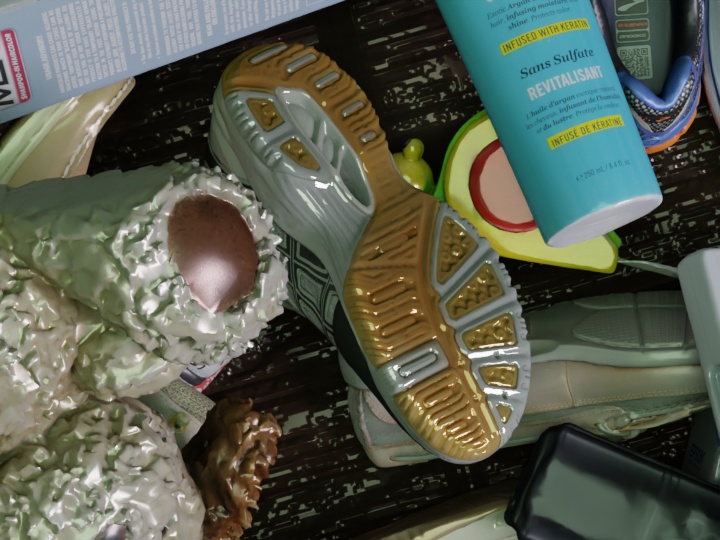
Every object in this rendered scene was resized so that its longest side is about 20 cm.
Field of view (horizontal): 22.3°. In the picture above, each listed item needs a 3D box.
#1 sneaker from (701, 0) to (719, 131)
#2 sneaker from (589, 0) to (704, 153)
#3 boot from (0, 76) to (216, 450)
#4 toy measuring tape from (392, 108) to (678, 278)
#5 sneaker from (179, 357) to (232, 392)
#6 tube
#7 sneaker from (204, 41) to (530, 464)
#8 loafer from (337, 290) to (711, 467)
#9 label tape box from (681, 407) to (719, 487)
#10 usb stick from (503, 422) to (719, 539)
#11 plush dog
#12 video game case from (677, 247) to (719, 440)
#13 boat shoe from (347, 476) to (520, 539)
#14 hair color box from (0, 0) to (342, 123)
[{"bbox_3d":[0.182,-0.121,0.792,0.073,0.071,0.201,-12,93,1],"label":"sneaker"},{"bbox_3d":[0.116,-0.151,0.787,0.075,0.078,0.201,-14,93,-1],"label":"sneaker"},{"bbox_3d":[-0.104,0.024,0.743,0.154,0.072,0.200,31,100,-7],"label":"boot"},{"bbox_3d":[0.106,-0.034,0.797,0.199,0.074,0.074,9,93,4],"label":"toy measuring tape"},{"bbox_3d":[-0.130,-0.025,0.804,0.108,0.067,0.202,-37,96,1],"label":"sneaker"},{"bbox_3d":[0.064,-0.110,0.755,0.077,0.050,0.201,-18,78,-17],"label":"tube"},{"bbox_3d":[0.000,0.000,0.780,0.075,0.088,0.200,-20,70,-30],"label":"sneaker"},{"bbox_3d":[0.091,0.050,0.806,0.199,0.072,0.063,-4,111,13],"label":"loafer"},{"bbox_3d":[0.212,0.123,0.810,0.143,0.066,0.201,14,95,0],"label":"label tape box"},{"bbox_3d":[0.159,0.123,0.765,0.199,0.033,0.056,23,86,2],"label":"usb stick"},{"bbox_3d":[-0.121,0.062,0.653,0.200,0.160,0.172,-31,117,-25],"label":"plush dog"},{"bbox_3d":[0.235,0.076,0.753,0.199,0.024,0.183,-1,69,-28],"label":"video game case"},{"bbox_3d":[0.009,0.150,0.811,0.199,0.072,0.065,-21,88,-4],"label":"boat shoe"},{"bbox_3d":[-0.079,-0.136,0.698,0.199,0.061,0.099,-21,59,-13],"label":"hair color box"}]
